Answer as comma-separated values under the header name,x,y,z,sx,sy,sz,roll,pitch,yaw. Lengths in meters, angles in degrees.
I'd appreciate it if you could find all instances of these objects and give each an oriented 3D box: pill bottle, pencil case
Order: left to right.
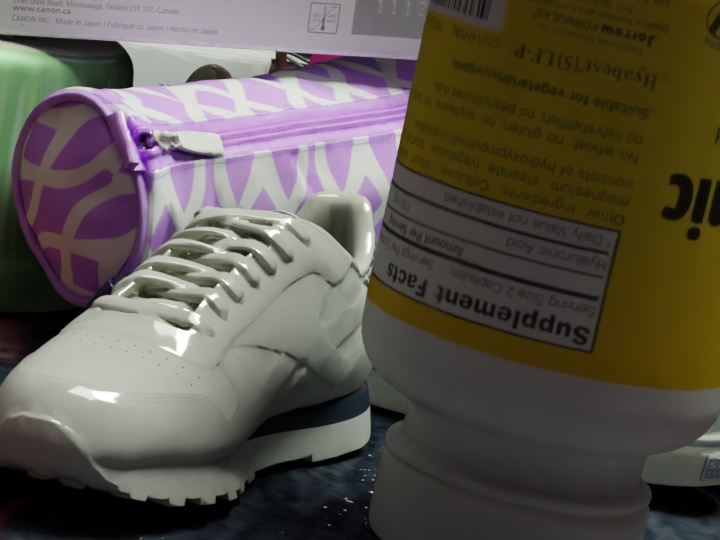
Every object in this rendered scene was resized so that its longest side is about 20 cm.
name,x,y,z,sx,sy,sz,roll,pitch,yaw
pencil case,-0.036,-0.041,0.855,0.200,0.086,0.084,-14,64,-44
pill bottle,0.062,-0.013,0.660,0.111,0.201,0.111,12,10,-2

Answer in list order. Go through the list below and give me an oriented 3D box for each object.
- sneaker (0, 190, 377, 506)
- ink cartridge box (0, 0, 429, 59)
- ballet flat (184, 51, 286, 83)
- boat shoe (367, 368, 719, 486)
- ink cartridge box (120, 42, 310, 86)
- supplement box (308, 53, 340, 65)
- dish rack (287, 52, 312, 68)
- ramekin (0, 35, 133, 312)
name,x,y,z,sx,sy,sz,roll,pitch,yaw
sneaker,-0.050,0.020,0.692,0.076,0.081,0.200,18,12,18
ink cartridge box,-0.061,-0.134,0.920,0.199,0.045,0.176,2,23,-15
ballet flat,-0.037,-0.066,0.987,0.199,0.064,0.076,-16,2,8
boat shoe,0.052,0.020,0.826,0.200,0.072,0.070,15,11,31
ink cartridge box,-0.142,-0.100,1.226,0.175,0.084,0.200,5,13,-37
supplement box,0.063,-0.071,1.105,0.101,0.104,0.200,13,-7,29
dish rack,0.011,-0.111,1.168,0.054,0.201,0.153,31,18,30
ramekin,-0.184,-0.058,0.897,0.199,0.098,0.200,12,10,-2
